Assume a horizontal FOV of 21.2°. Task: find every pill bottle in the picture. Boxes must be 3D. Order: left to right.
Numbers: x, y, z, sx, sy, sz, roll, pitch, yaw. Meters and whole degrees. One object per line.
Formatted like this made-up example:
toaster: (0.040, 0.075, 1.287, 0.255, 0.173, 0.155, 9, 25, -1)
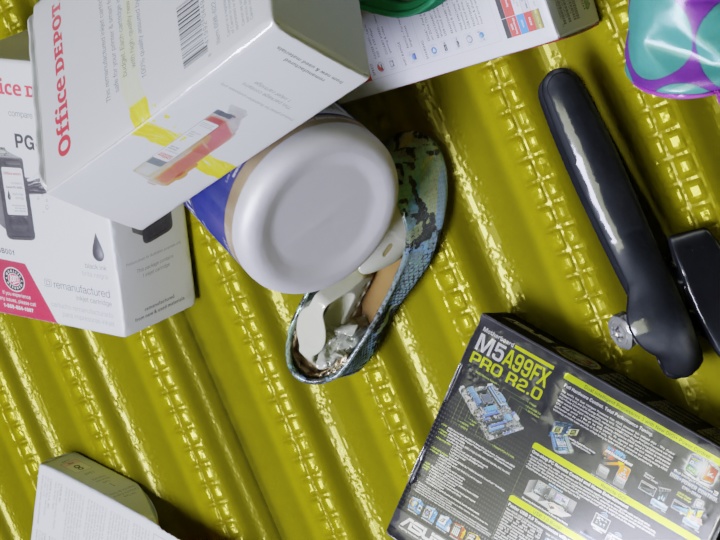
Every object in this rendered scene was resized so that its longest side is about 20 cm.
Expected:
pill bottle: (-0.071, -0.081, 1.230, 0.200, 0.115, 0.117, 45, 134, 45)

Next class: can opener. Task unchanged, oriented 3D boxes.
can opener: (0.157, -0.028, 1.140, 0.201, 0.078, 0.063, 61, 171, 6)

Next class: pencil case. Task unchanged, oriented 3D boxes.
pencil case: (0.189, -0.193, 1.017, 0.092, 0.084, 0.202, -137, 43, -56)

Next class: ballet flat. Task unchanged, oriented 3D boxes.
ballet flat: (0.000, 0.000, 1.266, 0.074, 0.074, 0.201, 36, 127, 23)

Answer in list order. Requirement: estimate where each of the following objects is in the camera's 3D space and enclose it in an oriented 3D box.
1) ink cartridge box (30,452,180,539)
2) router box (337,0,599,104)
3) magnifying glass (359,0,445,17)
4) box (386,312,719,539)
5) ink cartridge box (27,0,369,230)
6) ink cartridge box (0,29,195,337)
ink cartridge box: (-0.181, 0.256, 1.524, 0.199, 0.057, 0.164, 21, 112, 28)
router box: (0.033, -0.219, 1.160, 0.179, 0.049, 0.202, -11, 100, 42)
magnifying glass: (-0.017, -0.182, 1.171, 0.199, 0.022, 0.080, -12, 99, 40)
box: (0.132, 0.141, 1.195, 0.199, 0.044, 0.161, 29, 102, 27)
ink cartridge box: (-0.099, -0.137, 1.135, 0.199, 0.083, 0.146, -30, 54, 33)
ink cartridge box: (-0.207, -0.068, 1.398, 0.144, 0.083, 0.202, 9, 113, 37)
